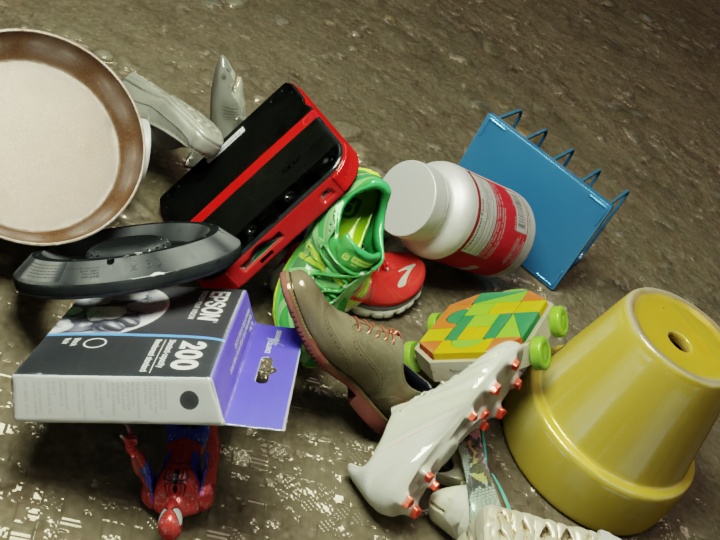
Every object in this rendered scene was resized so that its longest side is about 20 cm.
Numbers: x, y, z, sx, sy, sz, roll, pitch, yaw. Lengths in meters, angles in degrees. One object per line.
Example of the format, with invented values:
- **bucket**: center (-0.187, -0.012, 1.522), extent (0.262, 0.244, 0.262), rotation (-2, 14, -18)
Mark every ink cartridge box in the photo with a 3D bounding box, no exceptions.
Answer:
- **ink cartridge box**: center (-0.148, 0.063, 0.727), extent (0.196, 0.044, 0.198), rotation (3, 18, -1)

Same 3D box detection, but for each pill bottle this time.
- **pill bottle**: center (0.111, -0.062, 1.057), extent (0.199, 0.113, 0.113), rotation (15, 34, -48)
- **pill bottle**: center (-0.313, -0.132, 0.895), extent (0.197, 0.112, 0.112), rotation (7, 41, -29)

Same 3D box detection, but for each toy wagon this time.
- **toy wagon**: center (0.138, 0.059, 0.954), extent (0.153, 0.040, 0.200), rotation (-5, 21, 31)

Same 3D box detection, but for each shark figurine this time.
- **shark figurine**: center (-0.156, -0.120, 1.040), extent (0.088, 0.129, 0.217), rotation (-11, 65, -9)

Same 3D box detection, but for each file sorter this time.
- **file sorter**: center (0.238, -0.104, 1.220), extent (0.199, 0.140, 0.122), rotation (40, 33, 15)

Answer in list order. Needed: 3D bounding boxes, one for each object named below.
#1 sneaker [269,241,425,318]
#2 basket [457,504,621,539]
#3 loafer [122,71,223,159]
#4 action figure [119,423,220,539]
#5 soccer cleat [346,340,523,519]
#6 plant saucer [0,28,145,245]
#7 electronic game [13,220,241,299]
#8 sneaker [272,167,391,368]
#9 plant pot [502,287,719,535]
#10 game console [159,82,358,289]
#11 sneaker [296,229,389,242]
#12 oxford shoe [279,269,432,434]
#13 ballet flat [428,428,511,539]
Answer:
- **sneaker**: center (0.000, 0.000, 0.970), extent (0.198, 0.085, 0.077), rotation (-5, 48, -37)
- **basket**: center (0.119, 0.291, 0.658), extent (0.122, 0.137, 0.201), rotation (21, 36, -7)
- **loafer**: center (-0.215, -0.156, 0.989), extent (0.070, 0.070, 0.199), rotation (30, 3, -43)
- **action figure**: center (-0.142, 0.113, 0.726), extent (0.064, 0.100, 0.202), rotation (0, 42, -1)
- **soccer cleat**: center (0.070, 0.129, 0.811), extent (0.077, 0.070, 0.200), rotation (33, 69, 31)
- **plant saucer**: center (-0.294, -0.117, 0.816), extent (0.198, 0.034, 0.204), rotation (8, 73, -27)
- **electronic game**: center (-0.203, -0.008, 0.801), extent (0.196, 0.042, 0.200), rotation (-5, 13, 1)
- **sneaker**: center (-0.027, -0.006, 0.869), extent (0.073, 0.203, 0.083), rotation (21, -5, -25)
- **plant pot**: center (0.272, 0.129, 0.914), extent (0.198, 0.190, 0.202), rotation (18, 38, -14)
- **game console**: center (-0.106, -0.085, 0.914), extent (0.031, 0.199, 0.177), rotation (45, 5, -44)
- **sneaker**: center (-0.019, -0.080, 1.070), extent (0.099, 0.070, 0.199), rotation (34, 32, 21)
- **oxford shoe**: center (-0.003, 0.062, 0.819), extent (0.201, 0.074, 0.071), rotation (53, 13, -35)
- **ballet flat**: center (0.092, 0.193, 0.828), extent (0.070, 0.070, 0.201), rotation (0, 37, -7)
